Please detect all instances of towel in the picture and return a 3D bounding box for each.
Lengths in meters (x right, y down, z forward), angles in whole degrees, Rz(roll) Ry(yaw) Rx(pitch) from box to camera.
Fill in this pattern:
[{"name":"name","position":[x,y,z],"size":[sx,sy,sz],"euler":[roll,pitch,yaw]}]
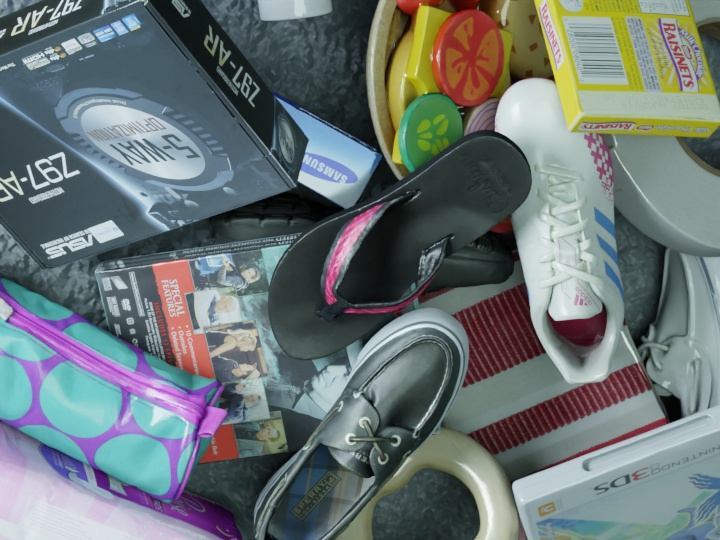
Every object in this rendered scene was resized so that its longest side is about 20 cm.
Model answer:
[{"name":"towel","position":[0.122,0.084,1.578],"size":[0.143,0.023,0.201],"euler":[-24,99,13]}]

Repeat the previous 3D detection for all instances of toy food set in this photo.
[{"name":"toy food set","position":[0.080,-0.127,1.505],"size":[0.199,0.048,0.199],"euler":[10,90,-46]}]

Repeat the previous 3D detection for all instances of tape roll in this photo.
[{"name":"tape roll","position":[0.231,-0.110,1.551],"size":[0.202,0.037,0.204],"euler":[5,80,-29]}]

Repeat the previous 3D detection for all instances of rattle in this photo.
[{"name":"rattle","position":[0.042,0.142,1.586],"size":[0.130,0.143,0.201],"euler":[-37,66,20]}]

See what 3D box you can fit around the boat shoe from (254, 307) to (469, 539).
[{"name":"boat shoe","position":[0.001,0.112,1.486],"size":[0.068,0.057,0.200],"euler":[34,111,-8]}]

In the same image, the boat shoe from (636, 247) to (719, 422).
[{"name":"boat shoe","position":[0.219,0.067,1.596],"size":[0.065,0.074,0.201],"euler":[-10,100,-15]}]

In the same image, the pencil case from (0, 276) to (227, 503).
[{"name":"pencil case","position":[-0.184,0.065,1.473],"size":[0.199,0.092,0.085],"euler":[28,56,-5]}]

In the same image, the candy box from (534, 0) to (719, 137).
[{"name":"candy box","position":[0.156,-0.175,1.480],"size":[0.102,0.026,0.201],"euler":[2,60,-24]}]

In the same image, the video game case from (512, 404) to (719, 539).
[{"name":"video game case","position":[0.201,0.169,1.566],"size":[0.181,0.022,0.200],"euler":[-20,141,-1]}]

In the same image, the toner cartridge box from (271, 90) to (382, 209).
[{"name":"toner cartridge box","position":[-0.089,-0.108,1.483],"size":[0.199,0.095,0.043],"euler":[28,94,-15]}]

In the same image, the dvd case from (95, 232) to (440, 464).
[{"name":"dvd case","position":[-0.058,0.049,1.510],"size":[0.199,0.022,0.147],"euler":[-8,111,11]}]

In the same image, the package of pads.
[{"name":"package of pads","position":[-0.172,0.164,1.494],"size":[0.199,0.121,0.076],"euler":[23,99,-15]}]

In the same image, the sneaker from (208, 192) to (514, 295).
[{"name":"sneaker","position":[0.000,0.000,1.537],"size":[0.199,0.076,0.091],"euler":[4,108,1]}]

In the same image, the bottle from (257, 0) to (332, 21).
[{"name":"bottle","position":[-0.052,-0.258,1.473],"size":[0.065,0.084,0.201],"euler":[-9,100,-12]}]

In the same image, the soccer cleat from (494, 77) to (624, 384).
[{"name":"soccer cleat","position":[0.130,-0.021,1.472],"size":[0.069,0.086,0.201],"euler":[-11,119,9]}]

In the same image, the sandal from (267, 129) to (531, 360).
[{"name":"sandal","position":[0.018,-0.012,1.437],"size":[0.200,0.045,0.075],"euler":[-38,110,21]}]

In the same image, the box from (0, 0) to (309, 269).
[{"name":"box","position":[-0.156,-0.090,1.416],"size":[0.199,0.044,0.160],"euler":[-16,130,29]}]
